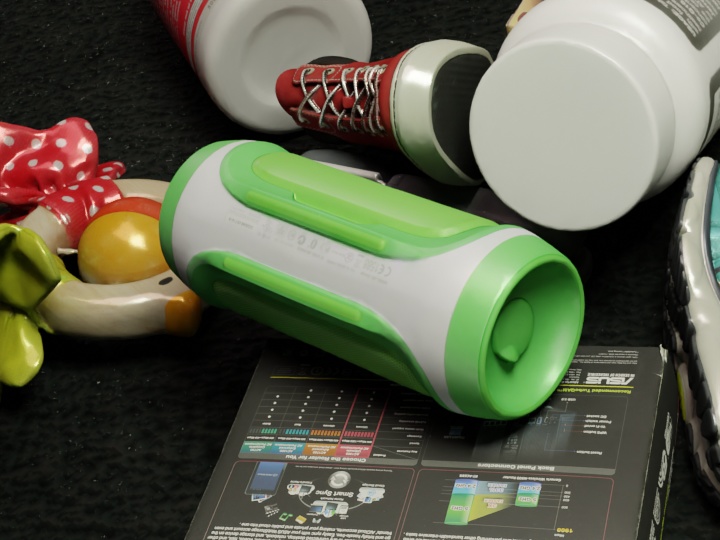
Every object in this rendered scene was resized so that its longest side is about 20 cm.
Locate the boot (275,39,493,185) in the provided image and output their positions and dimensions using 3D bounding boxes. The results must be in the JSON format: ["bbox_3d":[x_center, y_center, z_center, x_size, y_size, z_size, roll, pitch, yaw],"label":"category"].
[{"bbox_3d":[0.006,-0.090,0.884,0.143,0.073,0.200,9,4,16],"label":"boot"}]

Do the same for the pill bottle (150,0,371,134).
[{"bbox_3d":[-0.077,-0.181,1.059,0.112,0.113,0.200,-22,39,-10],"label":"pill bottle"}]

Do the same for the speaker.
[{"bbox_3d":[0.000,0.000,0.730,0.199,0.089,0.088,21,50,39],"label":"speaker"}]

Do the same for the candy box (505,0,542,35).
[{"bbox_3d":[0.202,-0.154,0.980,0.199,0.056,0.116,6,44,26],"label":"candy box"}]

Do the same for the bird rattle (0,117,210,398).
[{"bbox_3d":[-0.150,-0.008,0.912,0.162,0.113,0.200,5,27,6],"label":"bird rattle"}]

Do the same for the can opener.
[{"bbox_3d":[0.039,-0.038,0.891,0.199,0.054,0.067,12,46,29],"label":"can opener"}]

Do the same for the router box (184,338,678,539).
[{"bbox_3d":[0.034,0.103,0.709,0.199,0.062,0.150,0,39,19],"label":"router box"}]

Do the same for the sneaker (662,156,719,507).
[{"bbox_3d":[0.185,0.029,0.756,0.079,0.078,0.201,-2,48,0],"label":"sneaker"}]

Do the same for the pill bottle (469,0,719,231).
[{"bbox_3d":[0.136,-0.101,0.842,0.113,0.115,0.200,7,25,26],"label":"pill bottle"}]
